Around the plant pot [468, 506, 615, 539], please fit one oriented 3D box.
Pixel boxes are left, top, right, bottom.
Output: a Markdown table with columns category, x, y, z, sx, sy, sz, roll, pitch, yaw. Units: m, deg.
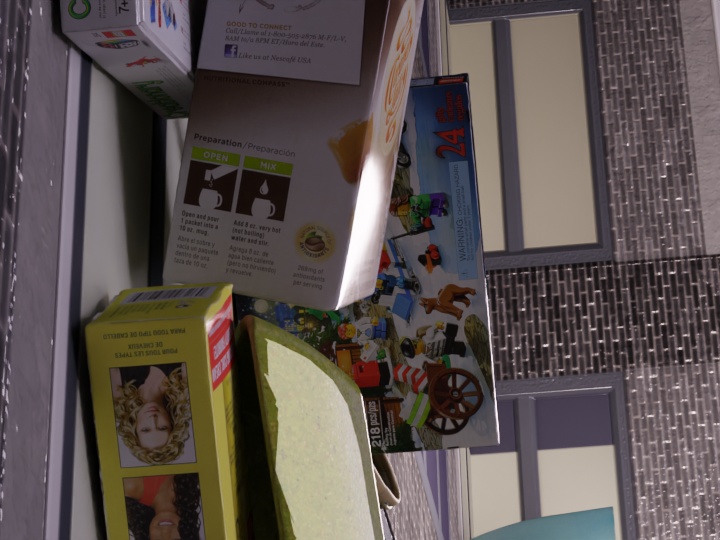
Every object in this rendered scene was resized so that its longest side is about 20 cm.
| category | x | y | z | sx | sy | sz | roll | pitch | yaw |
| --- | --- | --- | --- | --- | --- | --- | --- | --- | --- |
| plant pot | 0.224 | 0.389 | 2.728 | 0.141 | 0.199 | 0.142 | -68 | 153 | -75 |

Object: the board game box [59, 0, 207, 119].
| category | x | y | z | sx | sy | sz | roll | pitch | yaw |
| --- | --- | --- | --- | --- | --- | --- | --- | --- | --- |
| board game box | -0.090 | -0.142 | 0.918 | 0.200 | 0.034 | 0.127 | 44 | 42 | -81 |

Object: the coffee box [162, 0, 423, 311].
| category | x | y | z | sx | sy | sz | roll | pitch | yaw |
| --- | --- | --- | --- | --- | --- | --- | --- | --- | --- |
| coffee box | -0.022 | -0.090 | 0.958 | 0.114 | 0.079 | 0.201 | -25 | 125 | -81 |

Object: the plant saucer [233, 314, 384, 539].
| category | x | y | z | sx | sy | sz | roll | pitch | yaw |
| --- | --- | --- | --- | --- | --- | --- | --- | --- | --- |
| plant saucer | -0.024 | 0.130 | 0.934 | 0.200 | 0.048 | 0.201 | 133 | -52 | -74 |

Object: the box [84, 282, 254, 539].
| category | x | y | z | sx | sy | sz | roll | pitch | yaw |
| --- | --- | --- | --- | --- | --- | --- | --- | --- | --- |
| box | -0.068 | 0.110 | 0.857 | 0.075 | 0.050 | 0.201 | -60 | 145 | -80 |

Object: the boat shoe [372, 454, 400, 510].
| category | x | y | z | sx | sy | sz | roll | pitch | yaw |
| --- | --- | --- | --- | --- | --- | --- | --- | --- | --- |
| boat shoe | -0.018 | 0.066 | 1.315 | 0.073 | 0.063 | 0.202 | -85 | 169 | -58 |

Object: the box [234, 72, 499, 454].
| category | x | y | z | sx | sy | sz | roll | pitch | yaw |
| --- | --- | --- | --- | --- | --- | --- | --- | --- | --- |
| box | 0.000 | 0.000 | 1.183 | 0.038 | 0.136 | 0.201 | -77 | 162 | -77 |
